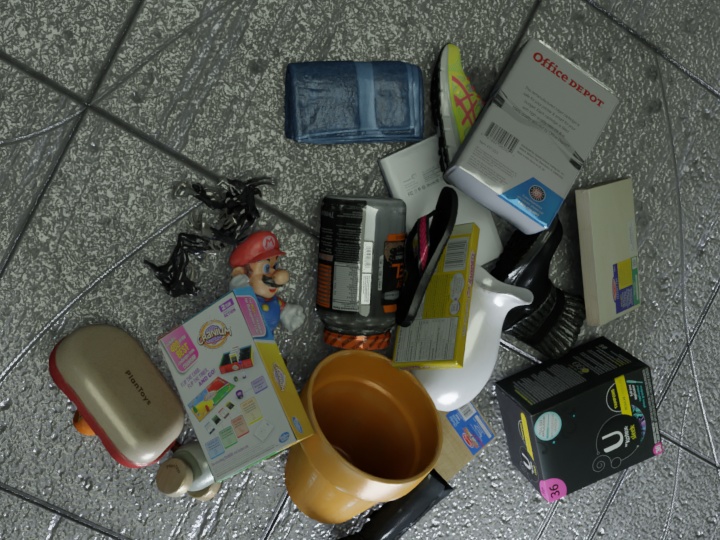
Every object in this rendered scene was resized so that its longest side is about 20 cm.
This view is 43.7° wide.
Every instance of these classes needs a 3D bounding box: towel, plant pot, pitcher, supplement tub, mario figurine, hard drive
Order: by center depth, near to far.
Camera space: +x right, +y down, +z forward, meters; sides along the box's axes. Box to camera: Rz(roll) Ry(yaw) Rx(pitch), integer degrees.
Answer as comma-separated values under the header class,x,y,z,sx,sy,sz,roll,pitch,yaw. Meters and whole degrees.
class,x,y,z,sx,sy,sz,roll,pitch,yaw
mario figurine,-0.125,0.048,1.216,0.103,0.124,0.205,-1,103,-5
plant pot,-0.016,0.243,1.221,0.197,0.203,0.184,21,132,-15
supplement tub,0.000,0.000,1.240,0.120,0.122,0.205,2,97,-14
towel,-0.007,-0.234,1.248,0.195,0.048,0.115,-3,97,-14
pitcher,0.127,0.078,1.270,0.120,0.171,0.203,0,123,-54
hard drive,0.119,-0.092,1.309,0.130,0.025,0.204,-24,102,-10

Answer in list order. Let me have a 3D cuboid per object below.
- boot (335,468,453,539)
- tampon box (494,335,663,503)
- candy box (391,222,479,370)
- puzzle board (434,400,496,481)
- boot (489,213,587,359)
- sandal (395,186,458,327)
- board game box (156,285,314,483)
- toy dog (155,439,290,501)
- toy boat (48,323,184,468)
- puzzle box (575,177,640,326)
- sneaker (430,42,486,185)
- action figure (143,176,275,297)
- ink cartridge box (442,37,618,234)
class,x,y,z,sx,sy,sz,roll,pitch,yaw
boot,0.035,0.357,1.271,0.199,0.165,0.066,-41,72,3
tampon box,0.323,0.218,1.337,0.196,0.126,0.153,-21,110,-11
candy box,0.103,0.035,1.213,0.026,0.101,0.204,35,57,-45
puzzle board,0.096,0.223,1.347,0.150,0.017,0.201,-39,105,-8
boot,0.275,0.021,1.314,0.155,0.080,0.213,22,120,-13
sandal,0.080,-0.025,1.197,0.044,0.075,0.204,24,78,-11
board game box,-0.161,0.145,1.138,0.151,0.040,0.203,-29,80,29
toy dog,-0.197,0.230,1.236,0.197,0.133,0.097,-29,61,-15
toy boat,-0.336,0.174,1.188,0.130,0.130,0.202,-33,95,30
puzzle box,0.374,-0.030,1.349,0.132,0.025,0.205,-15,102,-45
sneaker,0.148,-0.220,1.255,0.088,0.078,0.205,-6,80,-4
action figure,-0.203,-0.062,1.185,0.102,0.119,0.201,38,94,-32
ink cartridge box,0.222,-0.173,1.177,0.145,0.086,0.202,32,80,-4
